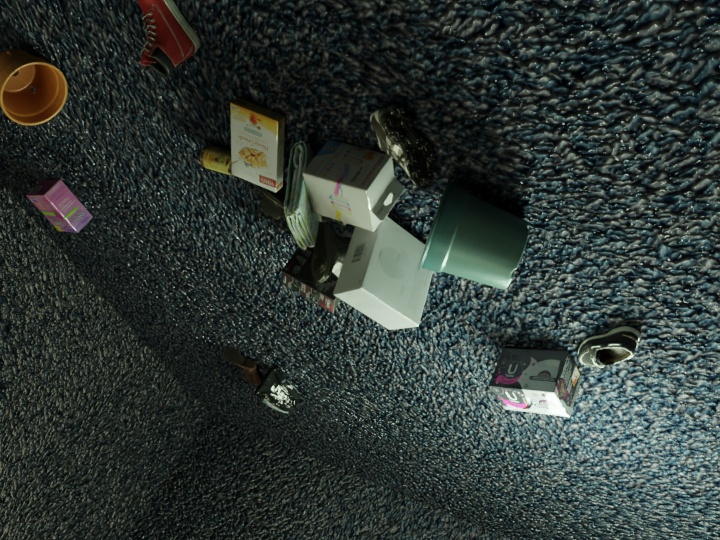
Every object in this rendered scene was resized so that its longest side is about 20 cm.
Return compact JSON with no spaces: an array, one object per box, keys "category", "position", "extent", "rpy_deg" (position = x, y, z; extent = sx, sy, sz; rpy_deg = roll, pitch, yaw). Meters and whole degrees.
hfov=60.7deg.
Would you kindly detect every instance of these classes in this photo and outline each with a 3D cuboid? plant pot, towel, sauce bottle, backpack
[{"category":"plant pot","position":[-0.996,-0.557,1.823],"extent":[0.140,0.199,0.202],"rpy_deg":[41,153,21]},{"category":"towel","position":[-0.135,-0.175,1.470],"extent":[0.047,0.205,0.172],"rpy_deg":[1,153,11]},{"category":"sauce bottle","position":[-0.345,-0.291,1.669],"extent":[0.196,0.067,0.067],"rpy_deg":[16,146,24]},{"category":"backpack","position":[-0.367,0.556,2.800],"extent":[0.199,0.169,0.126],"rpy_deg":[38,169,-14]},{"category":"plant pot","position":[0.242,-0.063,1.305],"extent":[0.192,0.203,0.202],"rpy_deg":[21,149,5]}]

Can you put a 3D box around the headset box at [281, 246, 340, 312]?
[{"category":"headset box","position":[-0.108,0.012,1.774],"extent":[0.197,0.150,0.078],"rpy_deg":[28,150,8]}]

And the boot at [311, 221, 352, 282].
[{"category":"boot","position":[-0.027,-0.021,1.567],"extent":[0.198,0.186,0.072],"rpy_deg":[28,140,-33]}]

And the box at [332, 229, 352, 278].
[{"category":"box","position":[0.000,0.000,1.670],"extent":[0.199,0.118,0.060],"rpy_deg":[43,127,-13]}]

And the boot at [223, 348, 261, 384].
[{"category":"boot","position":[-0.560,0.464,2.936],"extent":[0.183,0.065,0.202],"rpy_deg":[27,153,17]}]

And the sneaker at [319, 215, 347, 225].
[{"category":"sneaker","position":[-0.017,-0.149,1.531],"extent":[0.196,0.081,0.077],"rpy_deg":[2,136,40]}]

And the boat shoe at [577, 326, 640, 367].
[{"category":"boat shoe","position":[0.578,0.194,1.450],"extent":[0.073,0.061,0.200],"rpy_deg":[35,150,-5]}]

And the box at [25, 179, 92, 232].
[{"category":"box","position":[-1.241,-0.265,2.537],"extent":[0.173,0.098,0.202],"rpy_deg":[6,140,38]}]

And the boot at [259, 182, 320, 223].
[{"category":"boot","position":[-0.198,-0.158,1.711],"extent":[0.201,0.077,0.138],"rpy_deg":[48,154,4]}]

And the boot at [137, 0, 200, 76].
[{"category":"boot","position":[-0.465,-0.539,1.358],"extent":[0.072,0.145,0.201],"rpy_deg":[-7,129,50]}]

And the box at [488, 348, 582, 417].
[{"category":"box","position":[0.461,0.294,1.630],"extent":[0.197,0.134,0.115],"rpy_deg":[-5,134,47]}]

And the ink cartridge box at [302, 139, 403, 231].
[{"category":"ink cartridge box","position":[-0.010,-0.195,1.412],"extent":[0.196,0.130,0.127],"rpy_deg":[18,145,25]}]

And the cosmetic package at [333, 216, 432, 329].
[{"category":"cosmetic package","position":[0.064,0.008,1.509],"extent":[0.198,0.204,0.122],"rpy_deg":[32,153,-28]}]

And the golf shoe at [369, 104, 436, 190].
[{"category":"golf shoe","position":[0.090,-0.260,1.295],"extent":[0.094,0.078,0.202],"rpy_deg":[21,149,54]}]

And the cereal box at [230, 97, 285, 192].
[{"category":"cereal box","position":[-0.257,-0.309,1.532],"extent":[0.141,0.040,0.204],"rpy_deg":[23,131,17]}]
